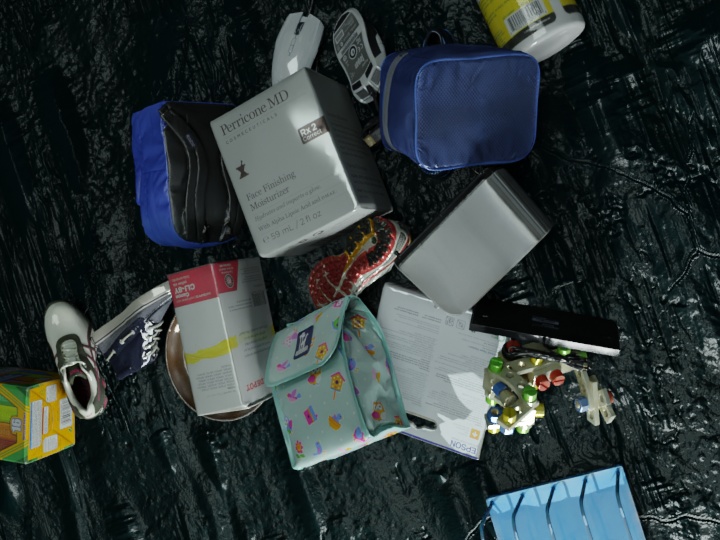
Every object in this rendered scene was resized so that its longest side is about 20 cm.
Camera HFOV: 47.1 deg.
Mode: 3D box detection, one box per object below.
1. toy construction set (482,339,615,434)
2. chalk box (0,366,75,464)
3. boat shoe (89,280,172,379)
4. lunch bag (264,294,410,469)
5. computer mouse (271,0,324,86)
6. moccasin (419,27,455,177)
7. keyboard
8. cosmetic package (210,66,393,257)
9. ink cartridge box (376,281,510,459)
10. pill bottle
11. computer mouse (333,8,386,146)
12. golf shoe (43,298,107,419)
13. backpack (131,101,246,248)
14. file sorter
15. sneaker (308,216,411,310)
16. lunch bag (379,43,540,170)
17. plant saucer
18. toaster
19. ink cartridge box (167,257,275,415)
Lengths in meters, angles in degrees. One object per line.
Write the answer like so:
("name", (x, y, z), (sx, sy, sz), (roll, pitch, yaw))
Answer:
("toy construction set", (0.241, 0.150, 1.076), (0.132, 0.195, 0.094), (-119, 36, -49))
("chalk box", (-0.595, 0.235, 1.382), (0.195, 0.124, 0.128), (2, 93, 18))
("boat shoe", (-0.338, 0.094, 1.319), (0.198, 0.074, 0.094), (-34, 88, 26))
("lunch bag", (-0.042, 0.153, 1.154), (0.169, 0.121, 0.204), (-29, 73, 38))
("computer mouse", (-0.089, -0.341, 1.217), (0.107, 0.044, 0.205), (15, 97, 17))
("moccasin", (0.095, -0.232, 1.146), (0.079, 0.068, 0.205), (-2, 93, 19))
("keyboard", (0.239, 0.087, 1.078), (0.195, 0.128, 0.021), (9, 120, 11))
("cosmetic package", (-0.078, -0.145, 1.159), (0.162, 0.165, 0.204), (-25, 85, 18))
("ink cartridge box", (0.105, 0.139, 1.178), (0.192, 0.043, 0.205), (16, 101, 18))
("pill bottle", (0.202, -0.379, 1.078), (0.113, 0.114, 0.204), (-25, 85, 18))
("computer mouse", (0.018, -0.278, 1.157), (0.109, 0.043, 0.204), (-41, 60, 46))
("golf shoe", (-0.461, 0.141, 1.341), (0.076, 0.088, 0.204), (-20, 89, -15))
("backpack", (-0.253, -0.134, 1.229), (0.166, 0.160, 0.205), (-6, 92, 50))
("file sorter", (0.269, 0.362, 1.090), (0.196, 0.122, 0.142), (-19, 86, 19))
("sneaker", (0.000, 0.000, 1.190), (0.199, 0.081, 0.079), (-40, 68, 34))
("lunch bag", (0.124, -0.211, 1.033), (0.196, 0.132, 0.139), (-7, 113, -21))
("plant saucer", (-0.214, 0.132, 1.293), (0.195, 0.032, 0.206), (1, 93, 19))
("toaster", (0.156, -0.046, 1.080), (0.119, 0.181, 0.200), (46, 105, 5))
("ink cartridge box", (-0.189, 0.092, 1.189), (0.082, 0.145, 0.205), (-13, 89, 20))
